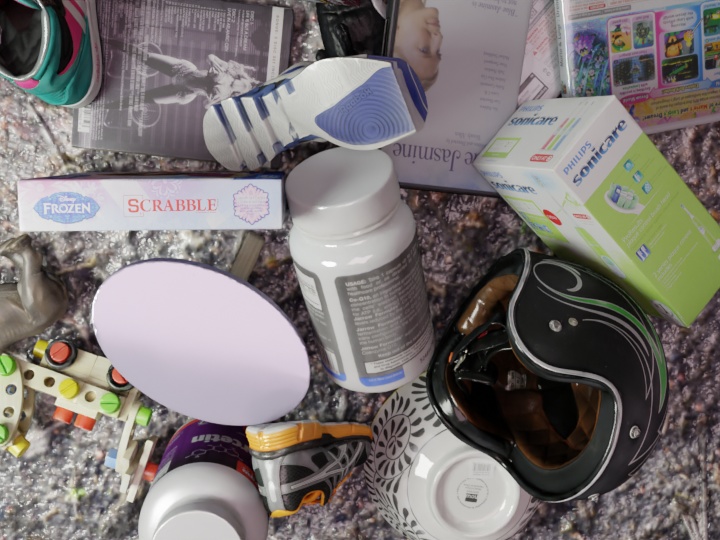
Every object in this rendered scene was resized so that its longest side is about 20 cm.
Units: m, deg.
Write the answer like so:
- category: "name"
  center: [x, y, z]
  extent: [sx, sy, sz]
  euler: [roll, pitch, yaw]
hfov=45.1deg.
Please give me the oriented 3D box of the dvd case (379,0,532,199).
- category: "dvd case"
  center: [0.083, -0.172, 0.794]
  extent: [0.141, 0.018, 0.203]
  euler: [3, 101, -23]

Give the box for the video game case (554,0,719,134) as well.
- category: "video game case"
  center: [0.282, -0.224, 0.822]
  extent: [0.197, 0.024, 0.185]
  euler: [-11, 106, -8]

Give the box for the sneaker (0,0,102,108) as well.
- category: "sneaker"
  center: [-0.287, -0.242, 0.738]
  extent: [0.082, 0.121, 0.203]
  euler: [-9, 95, 13]

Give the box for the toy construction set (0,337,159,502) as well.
- category: "toy construction set"
  center: [-0.275, 0.140, 0.822]
  extent: [0.198, 0.092, 0.133]
  euler: [24, 72, -15]

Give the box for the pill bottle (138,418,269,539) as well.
- category: "pill bottle"
  center: [-0.137, 0.211, 0.788]
  extent: [0.111, 0.200, 0.114]
  euler: [-1, 99, -4]

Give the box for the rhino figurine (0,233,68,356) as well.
- category: "rhino figurine"
  center: [-0.365, 0.050, 0.817]
  extent: [0.199, 0.060, 0.088]
  euler: [-33, 110, 5]

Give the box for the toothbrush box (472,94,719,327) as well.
- category: "toothbrush box"
  center: [0.218, -0.055, 0.778]
  extent: [0.086, 0.145, 0.200]
  euler: [-48, 111, -6]

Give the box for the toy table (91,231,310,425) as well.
- category: "toy table"
  center: [-0.140, 0.054, 0.806]
  extent: [0.199, 0.117, 0.185]
  euler: [38, 94, -9]

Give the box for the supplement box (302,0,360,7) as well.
- category: "supplement box"
  center: [-0.092, -0.294, 0.743]
  extent: [0.198, 0.061, 0.110]
  euler: [11, 99, 20]

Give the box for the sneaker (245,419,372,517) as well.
- category: "sneaker"
  center: [-0.044, 0.179, 0.800]
  extent: [0.077, 0.200, 0.078]
  euler: [-11, 77, 23]

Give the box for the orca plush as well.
- category: "orca plush"
  center: [0.001, -0.226, 0.777]
  extent: [0.104, 0.071, 0.203]
  euler: [0, 109, 12]

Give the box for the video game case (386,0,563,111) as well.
- category: "video game case"
  center: [0.144, -0.252, 0.826]
  extent: [0.181, 0.023, 0.200]
  euler: [41, 95, -9]

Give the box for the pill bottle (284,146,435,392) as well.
- category: "pill bottle"
  center: [0.000, 0.000, 0.773]
  extent: [0.112, 0.114, 0.202]
  euler: [-14, 126, -2]

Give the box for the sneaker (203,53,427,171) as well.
- category: "sneaker"
  center: [-0.033, -0.153, 0.759]
  extent: [0.197, 0.115, 0.081]
  euler: [-7, 116, 28]

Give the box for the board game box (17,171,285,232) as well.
- category: "board game box"
  center: [-0.163, -0.063, 0.744]
  extent: [0.197, 0.200, 0.042]
  euler: [-1, 98, -5]

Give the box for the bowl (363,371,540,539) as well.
- category: "bowl"
  center: [0.106, 0.204, 0.859]
  extent: [0.198, 0.094, 0.204]
  euler: [-1, 100, -5]

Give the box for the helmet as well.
- category: "helmet"
  center: [0.175, 0.095, 0.767]
  extent: [0.190, 0.200, 0.201]
  euler: [35, 95, -6]

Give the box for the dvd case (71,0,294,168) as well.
- category: "dvd case"
  center: [-0.167, -0.181, 0.817]
  extent: [0.197, 0.016, 0.151]
  euler: [5, 97, -4]
